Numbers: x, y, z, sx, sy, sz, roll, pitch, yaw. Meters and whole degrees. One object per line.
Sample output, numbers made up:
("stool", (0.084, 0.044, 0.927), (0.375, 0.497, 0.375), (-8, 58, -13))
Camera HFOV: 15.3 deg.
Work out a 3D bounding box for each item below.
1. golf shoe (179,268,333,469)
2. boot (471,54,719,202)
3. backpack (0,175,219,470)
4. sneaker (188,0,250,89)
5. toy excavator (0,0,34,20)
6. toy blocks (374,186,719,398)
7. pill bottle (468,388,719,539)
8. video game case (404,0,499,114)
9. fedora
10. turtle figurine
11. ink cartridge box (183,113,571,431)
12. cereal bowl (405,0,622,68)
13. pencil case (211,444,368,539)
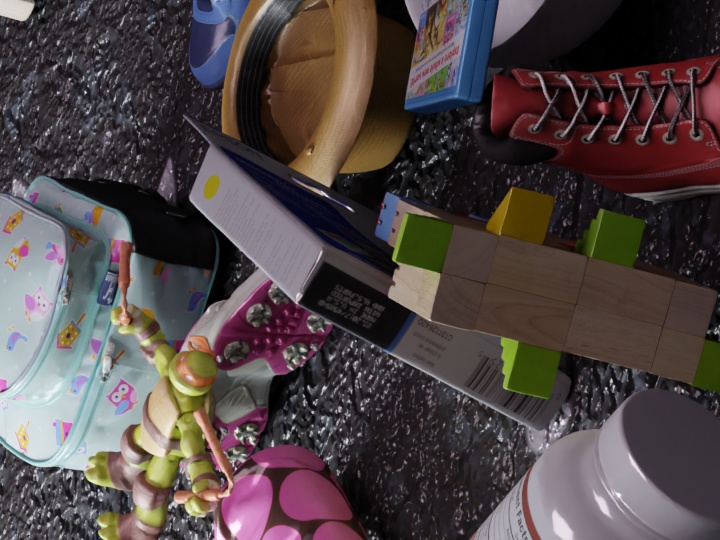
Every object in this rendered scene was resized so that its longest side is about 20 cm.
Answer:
("golf shoe", (-0.079, 0.042, 1.780), (0.200, 0.075, 0.092), (-55, 36, 32))
("boot", (0.150, -0.082, 1.377), (0.199, 0.143, 0.073), (-15, 68, 55))
("backpack", (-0.200, 0.044, 1.903), (0.175, 0.152, 0.202), (22, 107, 53))
("sneaker", (-0.097, -0.228, 1.877), (0.074, 0.082, 0.202), (23, 103, 56))
("toy excavator", (-0.241, -0.291, 2.135), (0.200, 0.099, 0.196), (-152, 76, -71))
("toy blocks", (0.091, 0.007, 1.427), (0.137, 0.199, 0.101), (-149, 74, -72))
("pill bottle", (0.116, 0.156, 1.393), (0.200, 0.112, 0.113), (-53, 41, 36))
("video game case", (0.062, -0.188, 1.467), (0.143, 0.018, 0.202), (-176, 96, -79))
("fedora", (-0.017, -0.117, 1.711), (0.200, 0.081, 0.202), (-31, 54, 55))
("turtle figurine", (-0.128, 0.093, 1.732), (0.201, 0.064, 0.162), (61, 139, 31))
("ink cartridge box", (0.000, 0.000, 1.543), (0.047, 0.197, 0.200), (-59, 35, 6))
("cereal bowl", (0.108, -0.210, 1.539), (0.200, 0.083, 0.202), (-25, 60, 54))
("pencil case", (-0.026, 0.201, 1.633), (0.093, 0.091, 0.200), (-35, 40, 2))
